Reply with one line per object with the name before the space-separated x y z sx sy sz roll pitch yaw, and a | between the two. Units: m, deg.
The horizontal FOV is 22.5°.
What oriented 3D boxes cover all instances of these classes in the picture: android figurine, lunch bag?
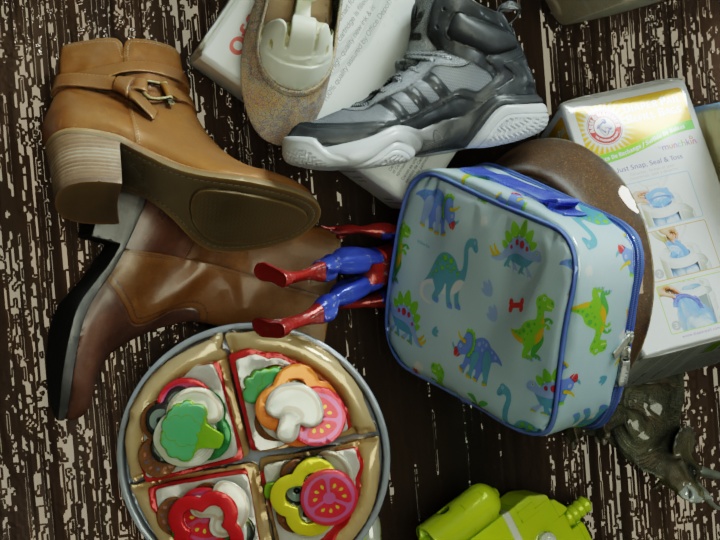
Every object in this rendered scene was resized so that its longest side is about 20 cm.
android figurine | 0.111 0.250 1.384 0.199 0.041 0.183 -31 104 -23
lunch bag | 0.106 0.014 1.260 0.082 0.200 0.162 -6 110 -36

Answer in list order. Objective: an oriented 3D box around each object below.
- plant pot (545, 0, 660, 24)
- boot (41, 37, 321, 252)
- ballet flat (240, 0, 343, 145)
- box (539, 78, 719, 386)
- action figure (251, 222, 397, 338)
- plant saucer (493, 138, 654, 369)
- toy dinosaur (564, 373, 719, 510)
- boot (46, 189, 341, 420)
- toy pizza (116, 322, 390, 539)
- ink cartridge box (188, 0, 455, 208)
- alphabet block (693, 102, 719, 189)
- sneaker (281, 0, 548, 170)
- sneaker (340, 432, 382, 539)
plant pot | 0.210 -0.286 1.327 0.176 0.200 0.201 -30 98 -14
boot | -0.127 -0.098 1.298 0.199 0.074 0.155 10 46 -19
ballet flat | -0.041 -0.188 1.258 0.068 0.067 0.201 8 90 -11
box | 0.211 -0.026 1.357 0.101 0.113 0.201 -13 75 -13
action figure | 0.000 0.000 1.329 0.199 0.052 0.066 -15 110 -44
plant saucer | 0.129 0.004 1.324 0.034 0.200 0.202 -4 92 -41
toy dinosaur | 0.218 0.095 1.416 0.102 0.077 0.201 4 66 -22
boot | -0.124 0.038 1.347 0.199 0.068 0.189 16 83 -22
toy pizza | -0.078 0.138 1.303 0.199 0.032 0.202 0 99 1
ink cartridge box | -0.007 -0.160 1.344 0.200 0.084 0.145 35 84 -12
alphabet block | 0.358 -0.044 1.378 0.195 0.195 0.201 -12 93 -11
sneaker | 0.032 -0.135 1.275 0.199 0.075 0.115 -11 95 -19
sneaker | -0.027 0.175 1.353 0.084 0.077 0.201 -3 92 -8
